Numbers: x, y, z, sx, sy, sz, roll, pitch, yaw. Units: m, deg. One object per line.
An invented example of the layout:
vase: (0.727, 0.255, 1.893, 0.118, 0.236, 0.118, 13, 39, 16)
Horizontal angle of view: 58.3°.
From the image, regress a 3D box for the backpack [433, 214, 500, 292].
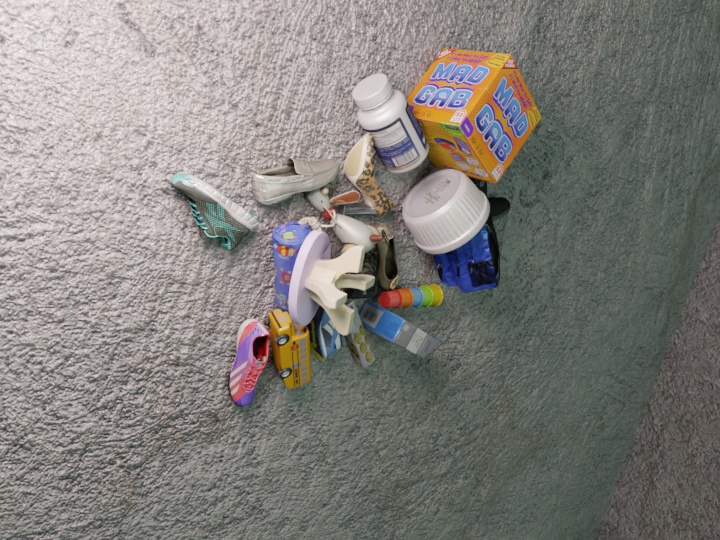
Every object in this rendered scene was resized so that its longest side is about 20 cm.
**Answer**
backpack: (0.265, -0.062, 1.626, 0.167, 0.163, 0.201, -11, 126, 5)

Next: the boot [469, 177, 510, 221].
boot: (0.322, -0.225, 1.694, 0.165, 0.066, 0.201, -33, 122, -29)

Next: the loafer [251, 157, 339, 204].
loafer: (-0.127, -0.195, 1.300, 0.200, 0.070, 0.070, -27, 132, -30)

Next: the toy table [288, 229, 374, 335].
toy table: (-0.059, 0.029, 1.286, 0.184, 0.117, 0.201, -42, 144, -53)

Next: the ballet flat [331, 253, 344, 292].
ballet flat: (-0.084, -0.014, 1.408, 0.068, 0.072, 0.200, -34, 129, -4)

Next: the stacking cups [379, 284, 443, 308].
stacking cups: (0.123, 0.068, 1.630, 0.199, 0.060, 0.061, -2, 109, -44)

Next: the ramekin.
ramekin: (0.192, -0.146, 1.520, 0.200, 0.200, 0.105, -50, 122, -14)

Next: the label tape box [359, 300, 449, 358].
label tape box: (0.105, 0.156, 1.597, 0.200, 0.144, 0.063, 32, 85, -44)

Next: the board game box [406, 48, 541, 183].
board game box: (0.249, -0.354, 1.474, 0.200, 0.200, 0.200, -54, 134, -10)

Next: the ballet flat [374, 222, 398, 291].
ballet flat: (0.068, -0.027, 1.541, 0.067, 0.046, 0.201, -53, 144, -41)

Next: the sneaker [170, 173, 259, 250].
sneaker: (-0.280, -0.104, 1.203, 0.200, 0.078, 0.091, 37, 86, -42)

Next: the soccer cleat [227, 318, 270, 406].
soccer cleat: (-0.233, 0.206, 1.370, 0.068, 0.073, 0.201, -1, 108, -41)

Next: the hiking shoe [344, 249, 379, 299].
hiking shoe: (0.000, 0.000, 1.444, 0.075, 0.200, 0.101, -5, 105, 6)

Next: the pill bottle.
pill bottle: (0.062, -0.316, 1.387, 0.111, 0.111, 0.200, -48, 132, -15)

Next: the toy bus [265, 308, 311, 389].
toy bus: (-0.152, 0.168, 1.394, 0.078, 0.065, 0.201, -17, 135, -20)

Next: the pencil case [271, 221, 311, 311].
pencil case: (-0.141, -0.010, 1.331, 0.078, 0.087, 0.201, 5, 129, 1)

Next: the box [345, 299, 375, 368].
box: (-0.014, 0.152, 1.564, 0.041, 0.039, 0.201, -37, 128, -26)

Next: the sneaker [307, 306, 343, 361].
sneaker: (-0.077, 0.109, 1.470, 0.082, 0.074, 0.201, -22, 129, -31)

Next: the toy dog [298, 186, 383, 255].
toy dog: (-0.025, -0.102, 1.369, 0.200, 0.096, 0.132, 30, 60, -32)

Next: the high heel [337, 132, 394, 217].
high heel: (0.034, -0.210, 1.427, 0.142, 0.071, 0.201, -5, 127, -33)
